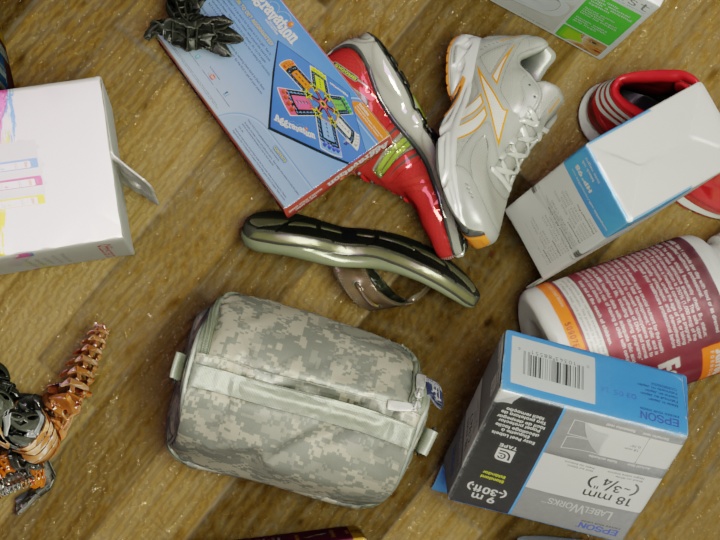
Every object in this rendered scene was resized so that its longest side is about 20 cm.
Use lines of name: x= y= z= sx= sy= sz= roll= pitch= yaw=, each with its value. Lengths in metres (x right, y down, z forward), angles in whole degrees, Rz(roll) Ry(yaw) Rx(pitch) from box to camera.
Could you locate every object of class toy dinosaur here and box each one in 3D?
toy dinosaur: x=-0.136 y=-0.247 z=1.191 sx=0.198 sy=0.102 sz=0.137 roll=-25 pitch=44 yaw=16
toy dinosaur: x=-0.279 y=0.116 z=1.168 sx=0.136 sy=0.102 sz=0.201 roll=46 pitch=68 yaw=-24

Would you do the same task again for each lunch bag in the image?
lunch bag: x=-0.047 y=0.102 z=1.139 sx=0.198 sy=0.168 sz=0.141 roll=16 pitch=85 yaw=-4

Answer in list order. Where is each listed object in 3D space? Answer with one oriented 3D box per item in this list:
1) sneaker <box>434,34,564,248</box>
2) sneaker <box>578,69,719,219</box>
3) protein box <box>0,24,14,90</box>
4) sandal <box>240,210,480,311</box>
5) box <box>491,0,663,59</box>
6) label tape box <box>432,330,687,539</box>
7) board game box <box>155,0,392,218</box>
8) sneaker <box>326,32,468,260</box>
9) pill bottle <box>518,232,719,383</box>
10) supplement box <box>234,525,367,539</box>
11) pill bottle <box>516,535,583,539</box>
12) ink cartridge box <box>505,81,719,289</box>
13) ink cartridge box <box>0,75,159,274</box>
sneaker: x=0.113 y=-0.111 z=1.171 sx=0.091 sy=0.076 sz=0.202 roll=-7 pitch=58 yaw=21
sneaker: x=0.278 y=-0.099 z=1.209 sx=0.198 sy=0.116 sz=0.079 roll=21 pitch=84 yaw=-3
protein box: x=-0.390 y=-0.217 z=1.145 sx=0.198 sy=0.135 sz=0.201 roll=-12 pitch=87 yaw=-6
sandal: x=-0.001 y=0.000 z=1.205 sx=0.199 sy=0.080 sz=0.058 roll=13 pitch=104 yaw=1
box: x=0.148 y=-0.273 z=1.179 sx=0.199 sy=0.176 sz=0.097 roll=28 pitch=84 yaw=-4
label tape box: x=0.146 y=0.148 z=1.136 sx=0.143 sy=0.201 sz=0.064 roll=14 pitch=44 yaw=-5
board game box: x=-0.071 y=-0.146 z=1.190 sx=0.103 sy=0.019 sz=0.201 roll=-35 pitch=67 yaw=-4
sneaker: x=0.024 y=-0.092 z=1.217 sx=0.084 sy=0.077 sz=0.201 roll=-29 pitch=83 yaw=11
pill bottle: x=0.237 y=0.040 z=1.197 sx=0.198 sy=0.114 sz=0.115 roll=-19 pitch=88 yaw=-6
supplement box: x=-0.089 y=0.270 z=1.165 sx=0.198 sy=0.086 sz=0.112 roll=-6 pitch=87 yaw=-5
pill bottle: x=0.156 y=0.316 z=1.173 sx=0.111 sy=0.112 sz=0.203 roll=5 pitch=85 yaw=-5
ink cartridge box: x=0.190 y=-0.060 z=1.149 sx=0.115 sy=0.200 sz=0.067 roll=-29 pitch=85 yaw=-22
ink cartridge box: x=-0.259 y=-0.068 z=1.151 sx=0.198 sy=0.129 sz=0.127 roll=-9 pitch=87 yaw=-7
